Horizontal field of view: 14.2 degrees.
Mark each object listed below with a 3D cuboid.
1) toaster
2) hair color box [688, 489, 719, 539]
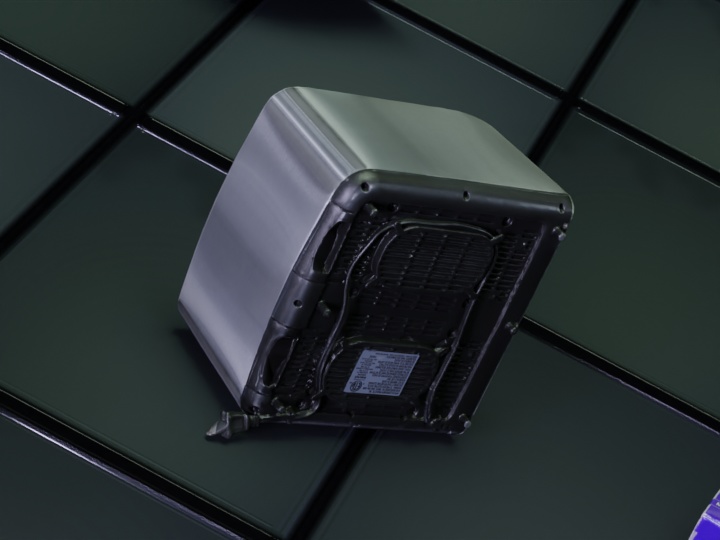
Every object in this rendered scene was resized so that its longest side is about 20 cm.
[{"bbox_3d":[0.000,0.000,1.737,0.199,0.181,0.119,5,30,-37],"label":"toaster"},{"bbox_3d":[0.232,0.163,1.721,0.065,0.110,0.200,30,26,12],"label":"hair color box"}]
